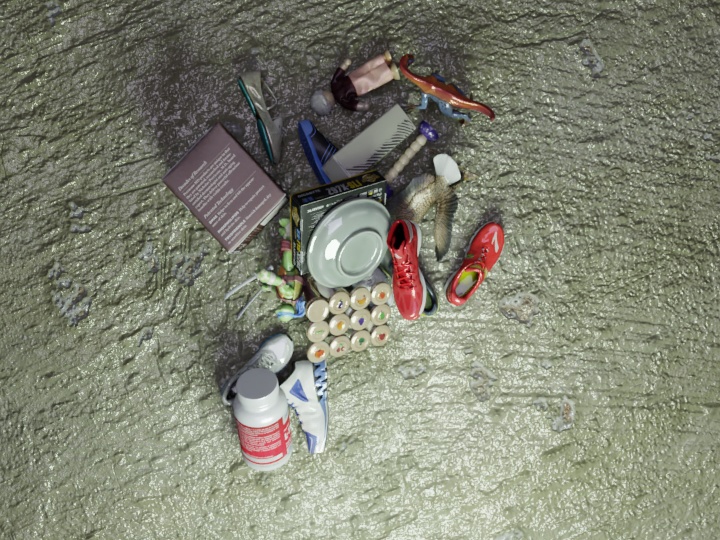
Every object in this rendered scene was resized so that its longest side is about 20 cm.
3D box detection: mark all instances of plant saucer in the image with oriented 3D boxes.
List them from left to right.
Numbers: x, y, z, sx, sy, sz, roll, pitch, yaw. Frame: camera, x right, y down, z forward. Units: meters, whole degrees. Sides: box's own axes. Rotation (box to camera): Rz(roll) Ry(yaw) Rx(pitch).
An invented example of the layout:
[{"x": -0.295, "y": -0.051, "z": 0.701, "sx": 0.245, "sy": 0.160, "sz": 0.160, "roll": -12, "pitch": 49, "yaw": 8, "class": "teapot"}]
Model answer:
[{"x": -0.011, "y": -0.043, "z": 1.574, "sx": 0.196, "sy": 0.050, "sz": 0.204, "roll": -21, "pitch": 132, "yaw": -24, "class": "plant saucer"}]

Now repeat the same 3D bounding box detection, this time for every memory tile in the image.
[{"x": -0.022, "y": 0.107, "z": 1.659, "sx": 0.196, "sy": 0.017, "sz": 0.157, "roll": -13, "pitch": 120, "yaw": -24, "class": "memory tile"}]

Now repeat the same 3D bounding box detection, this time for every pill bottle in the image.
[{"x": -0.199, "y": 0.300, "z": 1.628, "sx": 0.109, "sy": 0.114, "sz": 0.204, "roll": -4, "pitch": 128, "yaw": -2, "class": "pill bottle"}]

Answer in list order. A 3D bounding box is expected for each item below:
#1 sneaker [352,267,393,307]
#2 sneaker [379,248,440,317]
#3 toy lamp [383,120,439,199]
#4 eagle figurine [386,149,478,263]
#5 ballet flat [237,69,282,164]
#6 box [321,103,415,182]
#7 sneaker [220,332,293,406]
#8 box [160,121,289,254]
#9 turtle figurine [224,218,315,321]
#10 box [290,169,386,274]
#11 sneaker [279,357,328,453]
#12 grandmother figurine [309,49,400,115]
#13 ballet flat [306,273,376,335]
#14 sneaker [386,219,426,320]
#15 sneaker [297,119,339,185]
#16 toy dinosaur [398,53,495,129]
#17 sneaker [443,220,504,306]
[{"x": 0.000, "y": 0.000, "z": 1.693, "sx": 0.073, "sy": 0.071, "sz": 0.201, "roll": -38, "pitch": 92, "yaw": -1, "class": "sneaker"}, {"x": 0.104, "y": 0.013, "z": 1.692, "sx": 0.074, "sy": 0.081, "sz": 0.201, "roll": -41, "pitch": 92, "yaw": -1, "class": "sneaker"}, {"x": 0.086, "y": -0.223, "z": 1.699, "sx": 0.058, "sy": 0.058, "sz": 0.201, "roll": 42, "pitch": 90, "yaw": -3, "class": "toy lamp"}, {"x": 0.157, "y": -0.139, "z": 1.671, "sx": 0.150, "sy": 0.151, "sz": 0.202, "roll": 37, "pitch": 85, "yaw": -23, "class": "eagle figurine"}, {"x": -0.195, "y": -0.326, "z": 1.683, "sx": 0.061, "sy": 0.067, "sz": 0.204, "roll": -22, "pitch": 92, "yaw": -11, "class": "ballet flat"}, {"x": 0.018, "y": -0.252, "z": 1.648, "sx": 0.200, "sy": 0.082, "sz": 0.069, "roll": -43, "pitch": 95, "yaw": -24, "class": "box"}, {"x": -0.216, "y": 0.215, "z": 1.683, "sx": 0.075, "sy": 0.087, "sz": 0.200, "roll": 44, "pitch": 88, "yaw": -1, "class": "sneaker"}, {"x": -0.267, "y": -0.163, "z": 1.631, "sx": 0.164, "sy": 0.166, "sz": 0.200, "roll": -45, "pitch": 92, "yaw": 0, "class": "box"}, {"x": -0.188, "y": -0.003, "z": 1.645, "sx": 0.195, "sy": 0.144, "sz": 0.199, "roll": 2, "pitch": 70, "yaw": 27, "class": "turtle figurine"}, {"x": -0.043, "y": -0.096, "z": 1.579, "sx": 0.196, "sy": 0.049, "sz": 0.163, "roll": -20, "pitch": 134, "yaw": -25, "class": "box"}, {"x": -0.124, "y": 0.280, "z": 1.698, "sx": 0.112, "sy": 0.081, "sz": 0.205, "roll": -1, "pitch": 85, "yaw": 2, "class": "sneaker"}, {"x": -0.015, "y": -0.386, "z": 1.694, "sx": 0.196, "sy": 0.061, "sz": 0.123, "roll": -26, "pitch": 65, "yaw": 2, "class": "grandmother figurine"}, {"x": -0.040, "y": 0.072, "z": 1.696, "sx": 0.200, "sy": 0.069, "sz": 0.070, "roll": 44, "pitch": 89, "yaw": -3, "class": "ballet flat"}, {"x": 0.080, "y": -0.003, "z": 1.602, "sx": 0.076, "sy": 0.115, "sz": 0.206, "roll": -8, "pitch": 83, "yaw": 20, "class": "sneaker"}, {"x": -0.062, "y": -0.232, "z": 1.692, "sx": 0.077, "sy": 0.070, "sz": 0.204, "roll": -26, "pitch": 93, "yaw": -15, "class": "sneaker"}, {"x": 0.166, "y": -0.384, "z": 1.658, "sx": 0.180, "sy": 0.198, "sz": 0.107, "roll": 31, "pitch": 73, "yaw": -33, "class": "toy dinosaur"}, {"x": 0.250, "y": -0.009, "z": 1.695, "sx": 0.076, "sy": 0.085, "sz": 0.203, "roll": 29, "pitch": 90, "yaw": -3, "class": "sneaker"}]
